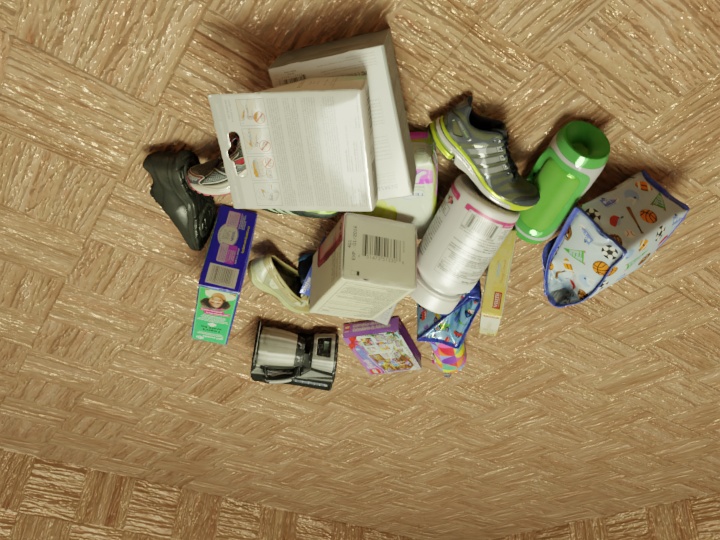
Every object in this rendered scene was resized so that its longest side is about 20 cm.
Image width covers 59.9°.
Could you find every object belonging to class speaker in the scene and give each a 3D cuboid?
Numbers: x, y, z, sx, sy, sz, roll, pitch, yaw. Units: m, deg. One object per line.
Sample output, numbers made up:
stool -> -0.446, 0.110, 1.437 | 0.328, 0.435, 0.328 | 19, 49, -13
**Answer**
speaker -> 0.298, -0.129, 0.955 | 0.086, 0.090, 0.201 | 8, 146, -7

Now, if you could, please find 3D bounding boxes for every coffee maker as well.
coffee maker -> -0.153, 0.203, 1.467 | 0.195, 0.138, 0.192 | 9, 169, -7

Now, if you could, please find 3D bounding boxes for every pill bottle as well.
pill bottle -> 0.154, -0.038, 0.987 | 0.111, 0.114, 0.202 | 17, 121, -20

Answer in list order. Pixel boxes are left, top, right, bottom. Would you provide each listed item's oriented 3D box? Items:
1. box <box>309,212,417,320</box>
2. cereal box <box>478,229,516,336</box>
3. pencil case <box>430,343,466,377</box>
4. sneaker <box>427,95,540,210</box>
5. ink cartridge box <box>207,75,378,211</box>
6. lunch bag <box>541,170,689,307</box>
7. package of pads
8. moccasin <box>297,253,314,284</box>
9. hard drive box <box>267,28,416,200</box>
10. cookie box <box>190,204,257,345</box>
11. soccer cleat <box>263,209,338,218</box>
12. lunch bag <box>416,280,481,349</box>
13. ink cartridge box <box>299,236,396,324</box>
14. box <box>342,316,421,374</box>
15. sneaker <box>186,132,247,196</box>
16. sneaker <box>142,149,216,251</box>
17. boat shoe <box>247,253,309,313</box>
box -> 0.000, 0.000, 1.035 | 0.125, 0.112, 0.200 | 8, 160, -17
cereal box -> 0.234, 0.026, 1.081 | 0.039, 0.147, 0.200 | 10, 168, 11
pencil case -> 0.188, 0.155, 1.385 | 0.086, 0.090, 0.202 | -4, 144, 11
sneaker -> 0.191, -0.164, 0.897 | 0.198, 0.075, 0.081 | 36, 129, -15
ink cartridge box -> -0.080, -0.157, 0.799 | 0.195, 0.050, 0.164 | 3, 124, 14
lunch bag -> 0.389, -0.037, 0.999 | 0.168, 0.125, 0.202 | -26, 150, -22
package of pads -> 0.048, -0.130, 0.992 | 0.150, 0.070, 0.202 | 1, 147, 6
moccasin -> -0.058, 0.043, 1.252 | 0.080, 0.069, 0.198 | -27, 135, 37
hard drive box -> -0.017, -0.195, 0.833 | 0.152, 0.077, 0.204 | -6, 122, 14
cookie box -> -0.249, 0.013, 1.136 | 0.073, 0.174, 0.201 | 13, 145, -10
soccer cleat -> -0.116, -0.120, 1.013 | 0.196, 0.069, 0.081 | 13, 162, 16
lunch bag -> 0.175, 0.024, 1.130 | 0.092, 0.153, 0.201 | 11, 145, -12
ink cartridge box -> -0.010, 0.016, 1.183 | 0.197, 0.042, 0.121 | 20, 104, -26
box -> 0.055, 0.181, 1.471 | 0.134, 0.040, 0.201 | -9, 144, 17
sneaker -> -0.177, -0.176, 0.945 | 0.196, 0.082, 0.075 | -18, 127, 16
sneaker -> -0.301, -0.118, 1.044 | 0.089, 0.077, 0.203 | 9, 135, 14
boat shoe -> -0.134, 0.025, 1.228 | 0.062, 0.075, 0.200 | -22, 141, 28
